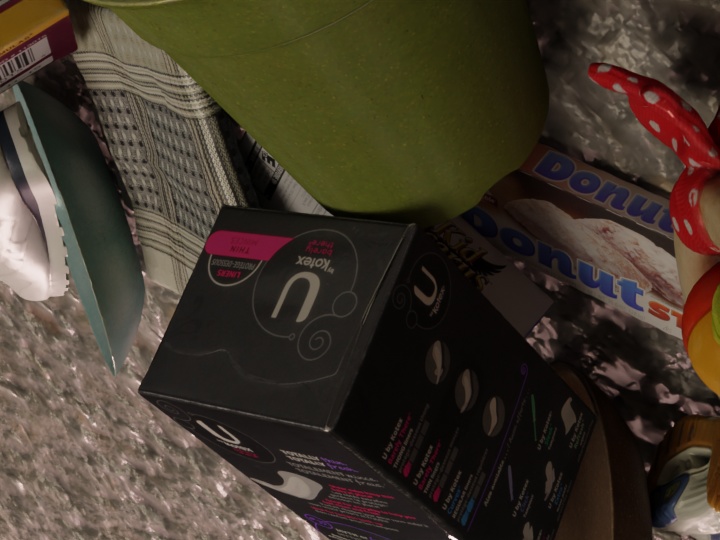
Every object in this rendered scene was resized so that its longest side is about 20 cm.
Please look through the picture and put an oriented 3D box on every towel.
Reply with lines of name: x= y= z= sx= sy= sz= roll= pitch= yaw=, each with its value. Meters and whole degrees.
towel: x=-0.112 y=-0.066 z=0.952 sx=0.200 sy=0.034 sz=0.194 roll=28 pitch=141 yaw=58

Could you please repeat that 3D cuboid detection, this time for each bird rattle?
bird rattle: x=0.156 y=0.007 z=0.697 sx=0.164 sy=0.112 sz=0.200 roll=81 pitch=163 yaw=-49

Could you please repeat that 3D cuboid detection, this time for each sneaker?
sneaker: x=-0.228 y=-0.034 z=1.041 sx=0.200 sy=0.080 sz=0.077 roll=92 pitch=154 yaw=-63
sneaker: x=0.210 y=0.101 z=0.826 sx=0.088 sy=0.076 sz=0.200 roll=22 pitch=167 yaw=-4

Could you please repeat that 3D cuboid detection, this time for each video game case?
video game case: x=0.000 y=0.000 z=0.953 sx=0.181 sy=0.045 sz=0.200 roll=43 pitch=157 yaw=3

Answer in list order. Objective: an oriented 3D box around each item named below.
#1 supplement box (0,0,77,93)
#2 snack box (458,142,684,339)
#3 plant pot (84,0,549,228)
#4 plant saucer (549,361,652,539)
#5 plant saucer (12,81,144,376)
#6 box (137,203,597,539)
supplement box: x=-0.260 y=-0.180 z=0.912 sx=0.201 sy=0.130 sz=0.103 roll=59 pitch=172 yaw=0
snack box: x=0.130 y=-0.012 z=0.835 sx=0.199 sy=0.024 sz=0.072 roll=27 pitch=148 yaw=25
plant pot: x=-0.005 y=-0.121 z=0.732 sx=0.199 sy=0.201 sz=0.190 roll=13 pitch=151 yaw=39
plant saucer: x=0.118 y=0.152 z=0.930 sx=0.036 sy=0.202 sz=0.201 roll=6 pitch=149 yaw=-11
plant saucer: x=-0.174 y=-0.033 z=1.085 sx=0.201 sy=0.038 sz=0.202 roll=160 pitch=90 yaw=-79
box: x=0.010 y=0.065 z=0.814 sx=0.122 sy=0.107 sz=0.200 roll=7 pitch=155 yaw=38
